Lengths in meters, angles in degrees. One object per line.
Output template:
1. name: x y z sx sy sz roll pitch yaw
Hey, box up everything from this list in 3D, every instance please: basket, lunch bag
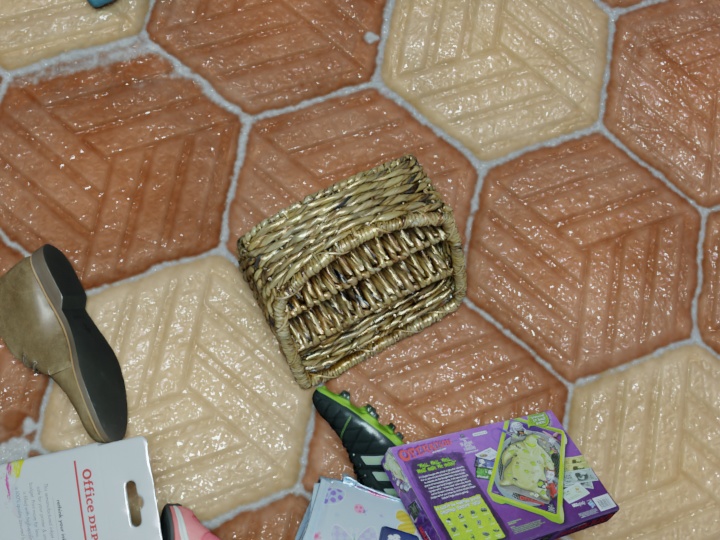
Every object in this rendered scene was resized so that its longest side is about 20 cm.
1. basket: 0.000 0.000 0.892 0.200 0.143 0.149 -26 80 -13
2. lunch bag: 0.006 0.296 0.819 0.169 0.127 0.200 23 81 -3

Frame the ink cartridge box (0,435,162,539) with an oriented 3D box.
1. ink cartridge box: -0.267 0.220 0.824 0.199 0.068 0.115 -12 78 1

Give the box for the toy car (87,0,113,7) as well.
1. toy car: -0.224 -0.397 0.934 0.184 0.200 0.177 -26 80 -13

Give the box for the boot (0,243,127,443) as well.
1. boot: -0.283 0.080 0.884 0.075 0.074 0.200 -29 77 6

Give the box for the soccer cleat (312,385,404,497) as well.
1. soccer cleat: 0.021 0.192 0.890 0.200 0.068 0.081 41 87 4

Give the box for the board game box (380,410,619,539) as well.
1. board game box: 0.129 0.197 0.857 0.200 0.032 0.120 -6 52 -32

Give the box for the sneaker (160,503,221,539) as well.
1. sneaker: -0.127 0.265 0.800 0.087 0.200 0.074 17 95 -26
